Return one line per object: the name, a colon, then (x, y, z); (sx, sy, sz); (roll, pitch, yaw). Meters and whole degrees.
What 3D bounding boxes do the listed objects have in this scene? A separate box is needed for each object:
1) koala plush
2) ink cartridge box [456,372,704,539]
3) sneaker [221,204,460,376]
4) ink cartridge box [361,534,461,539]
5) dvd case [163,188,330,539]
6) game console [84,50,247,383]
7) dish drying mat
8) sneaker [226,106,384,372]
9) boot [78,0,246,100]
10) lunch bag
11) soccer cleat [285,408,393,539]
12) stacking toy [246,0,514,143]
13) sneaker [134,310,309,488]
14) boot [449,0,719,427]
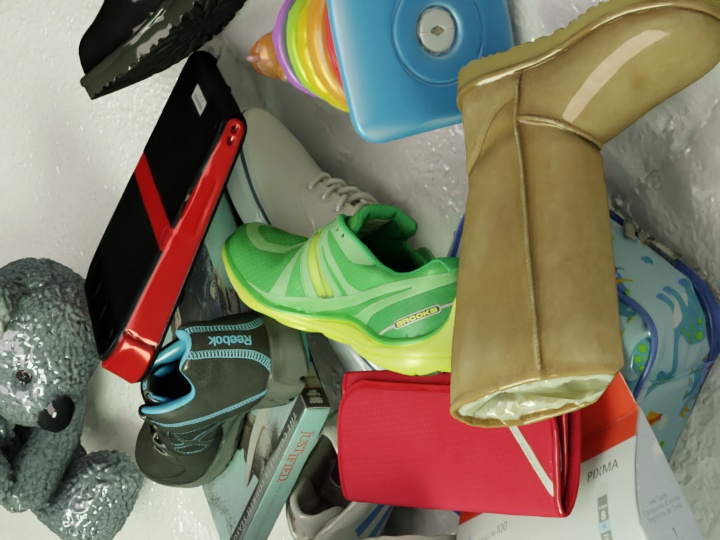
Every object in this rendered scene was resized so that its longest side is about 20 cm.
koala plush: (-0.232, 0.065, 1.768); (0.200, 0.177, 0.184); (-62, 40, 42)
ink cartridge box: (0.101, 0.134, 1.416); (0.160, 0.047, 0.200); (-33, 80, 48)
sneaker: (0.000, 0.000, 1.488); (0.200, 0.074, 0.084); (21, 104, 46)
ink cartridge box: (-0.012, 0.220, 1.531); (0.200, 0.146, 0.083); (-26, 69, 38)
dvd case: (-0.077, 0.064, 1.655); (0.146, 0.022, 0.200); (-64, 35, 37)
game console: (-0.117, -0.035, 1.603); (0.177, 0.031, 0.200); (-63, 16, 10)
dish drying mat: (0.050, 0.094, 1.450); (0.200, 0.018, 0.077); (-2, 89, 53)
sneaker: (-0.010, -0.022, 1.589); (0.071, 0.073, 0.200); (-37, 85, 36)
boot: (-0.136, -0.219, 1.632); (0.211, 0.079, 0.158); (-41, 78, 38)
lunch bag: (0.106, 0.057, 1.478); (0.161, 0.082, 0.200); (37, 127, 30)
soccer cleat: (-0.020, 0.160, 1.639); (0.070, 0.086, 0.201); (36, 127, 31)
stacking toy: (-0.007, -0.134, 1.532); (0.200, 0.116, 0.110); (1, 105, 59)
sneaker: (-0.105, 0.074, 1.596); (0.200, 0.082, 0.073); (-49, 47, 52)
boot: (0.122, -0.031, 1.364); (0.175, 0.066, 0.201); (-22, 55, 36)
